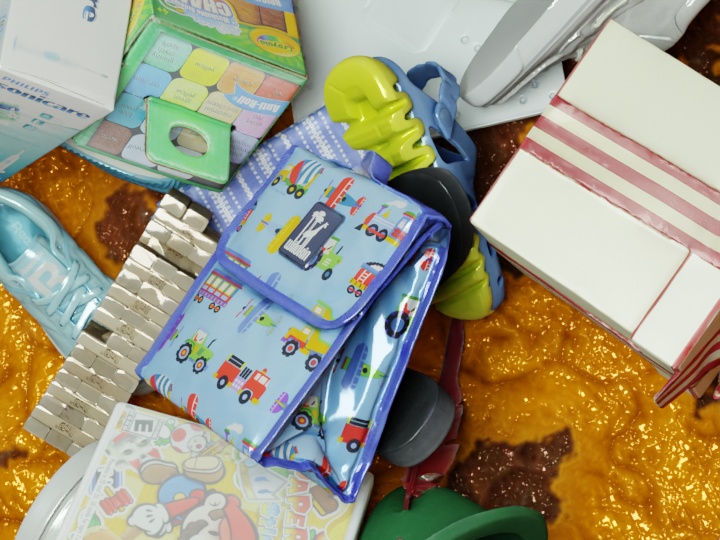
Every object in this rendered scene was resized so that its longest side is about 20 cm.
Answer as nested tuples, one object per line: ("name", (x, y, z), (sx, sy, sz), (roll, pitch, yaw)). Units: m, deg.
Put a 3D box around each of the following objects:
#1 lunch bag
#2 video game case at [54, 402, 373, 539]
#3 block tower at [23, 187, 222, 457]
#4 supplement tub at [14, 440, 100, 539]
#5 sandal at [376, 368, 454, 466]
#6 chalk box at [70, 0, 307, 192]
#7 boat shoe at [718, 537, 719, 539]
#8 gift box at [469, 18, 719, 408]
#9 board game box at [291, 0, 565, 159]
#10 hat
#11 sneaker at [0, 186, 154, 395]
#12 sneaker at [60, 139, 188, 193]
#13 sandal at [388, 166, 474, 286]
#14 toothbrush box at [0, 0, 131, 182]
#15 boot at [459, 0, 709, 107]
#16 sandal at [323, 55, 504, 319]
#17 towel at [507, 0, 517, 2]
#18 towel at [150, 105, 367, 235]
("lunch bag", (-0.028, 0.019, 1.113), (0.150, 0.094, 0.201), (27, 88, 49))
("video game case", (-0.103, 0.186, 1.108), (0.181, 0.023, 0.201), (15, 49, 6))
("block tower", (-0.164, 0.042, 1.233), (0.054, 0.058, 0.201), (31, 96, -4))
("supplement tub", (-0.123, 0.217, 1.188), (0.199, 0.140, 0.141), (30, 89, 19))
("sandal", (-0.010, 0.078, 1.174), (0.200, 0.043, 0.076), (5, 58, 56))
("chalk box", (-0.122, -0.147, 1.209), (0.124, 0.124, 0.201), (-48, 38, 34))
("boat shoe", (0.228, 0.251, 1.119), (0.072, 0.066, 0.201), (23, 87, 19))
("gift box", (0.193, -0.026, 1.117), (0.186, 0.200, 0.185), (35, 95, 18))
("board game box", (0.040, -0.189, 1.279), (0.199, 0.026, 0.202), (-12, 77, 14))
("hat", (0.016, 0.158, 1.176), (0.176, 0.199, 0.166), (49, 133, 32))
("sneaker", (-0.222, 0.015, 1.286), (0.200, 0.082, 0.074), (42, 94, 18))
("sneaker", (-0.202, -0.127, 1.312), (0.199, 0.077, 0.081), (34, 89, 17))
("sandal", (0.000, 0.001, 1.177), (0.200, 0.043, 0.076), (-35, 91, 38))
("toothbrush box", (-0.234, -0.159, 1.194), (0.200, 0.085, 0.148), (-18, 59, 53))
("boot", (0.162, -0.162, 1.189), (0.095, 0.074, 0.200), (36, 120, -19))
("sandal", (0.054, -0.063, 1.198), (0.079, 0.087, 0.201), (-10, 107, 46))
("towel", (0.138, -0.283, 1.248), (0.151, 0.023, 0.202), (10, 77, 2))
("towel", (-0.036, -0.030, 1.253), (0.199, 0.024, 0.145), (-30, 89, 11))
